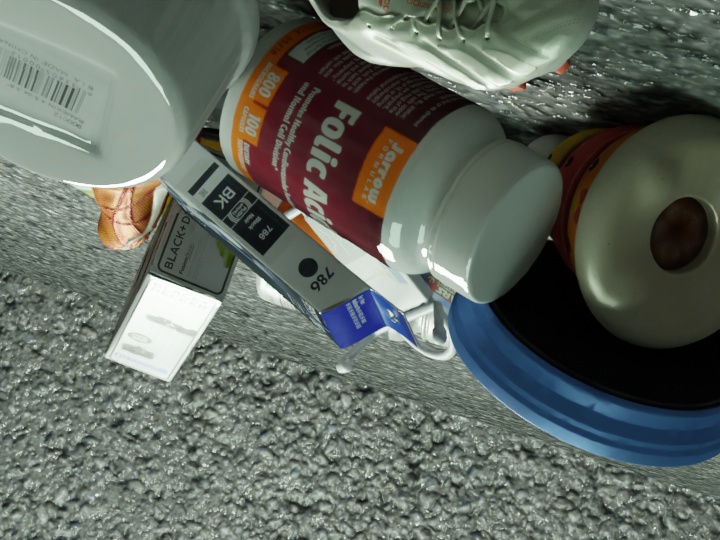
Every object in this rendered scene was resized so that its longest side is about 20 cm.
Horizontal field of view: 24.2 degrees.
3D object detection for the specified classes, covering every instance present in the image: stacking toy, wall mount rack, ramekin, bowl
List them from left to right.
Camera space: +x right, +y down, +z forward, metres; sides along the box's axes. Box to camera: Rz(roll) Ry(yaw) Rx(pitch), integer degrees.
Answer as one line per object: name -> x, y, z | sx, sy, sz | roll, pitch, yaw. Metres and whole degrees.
ramekin -> -0.167, -0.139, 0.977 | 0.199, 0.098, 0.201 | 14, 145, 10
wall mount rack -> 0.000, 0.000, 1.201 | 0.200, 0.075, 0.174 | 50, 150, -8
bowl -> 0.155, 0.046, 1.068 | 0.199, 0.040, 0.201 | 16, -151, -9
stacking toy -> 0.161, -0.044, 1.092 | 0.145, 0.147, 0.200 | 24, -176, -29

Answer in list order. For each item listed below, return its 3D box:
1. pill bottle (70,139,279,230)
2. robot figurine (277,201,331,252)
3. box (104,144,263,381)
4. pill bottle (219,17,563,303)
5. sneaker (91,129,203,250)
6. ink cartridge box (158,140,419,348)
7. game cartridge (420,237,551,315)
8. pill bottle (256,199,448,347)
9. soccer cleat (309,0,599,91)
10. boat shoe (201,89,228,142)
pill bottle -> -0.157, -0.089, 1.409 | 0.111, 0.112, 0.200 | 11, 168, 38
robot figurine -> 0.024, -0.035, 1.360 | 0.199, 0.145, 0.116 | 11, -163, 37
box -> -0.139, -0.001, 1.308 | 0.060, 0.117, 0.200 | 22, 153, -9
pill bottle -> 0.019, -0.068, 1.044 | 0.199, 0.115, 0.114 | 32, 177, 27
sneaker -> -0.172, -0.077, 1.249 | 0.077, 0.073, 0.200 | 21, 151, -10
ink cartridge box -> -0.050, -0.008, 1.116 | 0.200, 0.039, 0.100 | 39, 172, 17
game cartridge -> 0.101, -0.011, 1.217 | 0.199, 0.134, 0.042 | 34, -146, 12
pill bottle -> 0.010, 0.002, 1.597 | 0.199, 0.114, 0.113 | 17, 170, 11
soccer cleat -> 0.042, -0.139, 0.895 | 0.077, 0.070, 0.199 | 29, 169, -36
boat shoe -> -0.069, -0.107, 1.269 | 0.199, 0.069, 0.072 | 19, 170, -3
